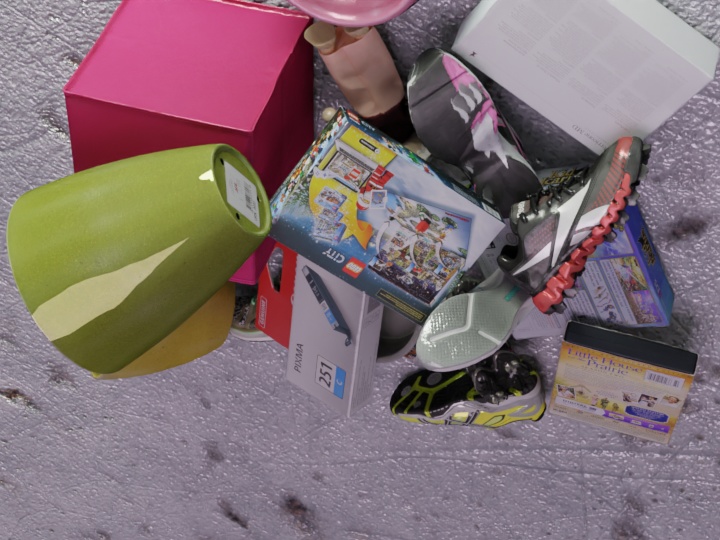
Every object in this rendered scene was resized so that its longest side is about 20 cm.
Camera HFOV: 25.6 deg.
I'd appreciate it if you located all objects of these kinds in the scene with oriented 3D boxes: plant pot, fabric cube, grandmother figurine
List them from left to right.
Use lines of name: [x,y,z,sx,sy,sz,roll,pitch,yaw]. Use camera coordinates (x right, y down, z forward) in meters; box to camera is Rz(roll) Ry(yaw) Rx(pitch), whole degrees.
plant pot: [-0.186,-0.031,1.450,0.199,0.188,0.188,-26,121,22]
plant pot: [-0.224,0.032,1.818,0.140,0.202,0.201,8,143,-21]
fabric cube: [-0.164,-0.141,1.586,0.194,0.201,0.201,13,136,12]
grandmother figurine: [0.023,-0.169,1.583,0.120,0.061,0.201,-13,130,18]

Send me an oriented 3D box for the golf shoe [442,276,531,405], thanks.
golf shoe: [0.120,0.066,1.737,0.077,0.088,0.201,-31,138,-5]

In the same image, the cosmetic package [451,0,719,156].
cosmetic package: [0.207,-0.204,1.468,0.199,0.052,0.151,34,136,-12]

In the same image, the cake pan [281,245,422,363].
cake pan: [0.000,0.000,1.681,0.199,0.037,0.202,25,129,34]

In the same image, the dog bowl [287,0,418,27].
dog bowl: [-0.012,-0.308,1.440,0.198,0.074,0.201,12,137,11]

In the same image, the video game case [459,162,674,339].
video game case: [0.214,-0.018,1.662,0.180,0.046,0.201,-5,131,30]

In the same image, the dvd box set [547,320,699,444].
dvd box set: [0.286,0.126,1.751,0.145,0.030,0.201,14,154,10]

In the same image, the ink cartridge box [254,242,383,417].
ink cartridge box: [-0.056,0.033,1.696,0.175,0.045,0.202,30,132,28]

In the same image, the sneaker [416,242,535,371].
sneaker: [0.128,0.048,1.596,0.070,0.200,0.080,46,148,13]

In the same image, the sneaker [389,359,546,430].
sneaker: [0.125,0.160,1.864,0.198,0.076,0.077,-6,134,32]

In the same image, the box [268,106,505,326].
box: [0.021,-0.049,1.521,0.199,0.038,0.137,31,111,-25]

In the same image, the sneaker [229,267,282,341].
sneaker: [-0.087,0.032,1.829,0.198,0.077,0.090,6,116,35]

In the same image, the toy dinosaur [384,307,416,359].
toy dinosaur: [0.026,0.029,1.764,0.135,0.103,0.199,2,158,44]

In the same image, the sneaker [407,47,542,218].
sneaker: [0.105,-0.140,1.550,0.080,0.087,0.201,-26,126,12]

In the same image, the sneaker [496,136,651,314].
sneaker: [0.198,-0.054,1.516,0.097,0.071,0.201,32,119,0]
